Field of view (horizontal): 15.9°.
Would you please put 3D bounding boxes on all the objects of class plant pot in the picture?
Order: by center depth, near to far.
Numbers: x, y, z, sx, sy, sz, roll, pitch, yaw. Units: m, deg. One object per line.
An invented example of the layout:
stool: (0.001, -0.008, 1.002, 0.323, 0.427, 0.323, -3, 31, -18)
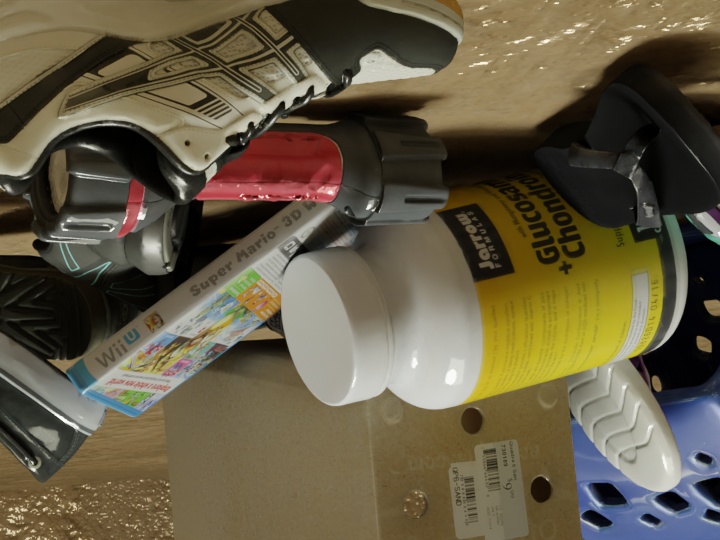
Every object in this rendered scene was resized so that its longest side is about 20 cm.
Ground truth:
plant pot: (0.019, 0.131, 1.478, 0.200, 0.200, 0.177, -3, 177, -31)
plant pot: (0.223, 0.093, 1.615, 0.200, 0.180, 0.200, -12, -150, 43)

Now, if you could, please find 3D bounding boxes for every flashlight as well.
flashlight: (-0.055, -0.045, 1.203, 0.200, 0.068, 0.068, 1, 167, -27)

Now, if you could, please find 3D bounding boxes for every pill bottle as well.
pill bottle: (0.064, 0.010, 1.366, 0.200, 0.112, 0.112, -14, 176, -27)

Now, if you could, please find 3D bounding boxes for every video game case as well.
video game case: (-0.058, 0.007, 1.368, 0.200, 0.018, 0.143, -37, 170, 0)

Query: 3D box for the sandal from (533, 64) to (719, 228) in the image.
sandal: (0.128, -0.046, 1.243, 0.043, 0.076, 0.200, -44, 180, -14)

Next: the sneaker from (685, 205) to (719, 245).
sneaker: (0.219, -0.058, 1.354, 0.088, 0.074, 0.200, -40, 154, 19)

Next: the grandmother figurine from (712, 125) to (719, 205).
grandmother figurine: (0.250, -0.039, 1.303, 0.200, 0.061, 0.121, 15, 130, -44)

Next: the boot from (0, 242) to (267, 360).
boot: (-0.156, 0.010, 1.519, 0.182, 0.073, 0.200, 14, -162, 30)

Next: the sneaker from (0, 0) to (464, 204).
sneaker: (-0.055, -0.068, 0.986, 0.200, 0.088, 0.076, -4, 170, -15)

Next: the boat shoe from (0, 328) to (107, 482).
boat shoe: (-0.227, 0.040, 1.360, 0.200, 0.057, 0.069, 35, 177, -14)

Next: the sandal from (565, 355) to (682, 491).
sandal: (0.131, 0.034, 1.486, 0.050, 0.203, 0.082, -30, 164, -21)

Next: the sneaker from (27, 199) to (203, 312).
sneaker: (-0.125, -0.024, 1.338, 0.079, 0.075, 0.200, 10, 166, 2)

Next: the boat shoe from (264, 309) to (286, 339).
boat shoe: (0.000, 0.000, 1.532, 0.066, 0.072, 0.200, 28, -151, 34)
